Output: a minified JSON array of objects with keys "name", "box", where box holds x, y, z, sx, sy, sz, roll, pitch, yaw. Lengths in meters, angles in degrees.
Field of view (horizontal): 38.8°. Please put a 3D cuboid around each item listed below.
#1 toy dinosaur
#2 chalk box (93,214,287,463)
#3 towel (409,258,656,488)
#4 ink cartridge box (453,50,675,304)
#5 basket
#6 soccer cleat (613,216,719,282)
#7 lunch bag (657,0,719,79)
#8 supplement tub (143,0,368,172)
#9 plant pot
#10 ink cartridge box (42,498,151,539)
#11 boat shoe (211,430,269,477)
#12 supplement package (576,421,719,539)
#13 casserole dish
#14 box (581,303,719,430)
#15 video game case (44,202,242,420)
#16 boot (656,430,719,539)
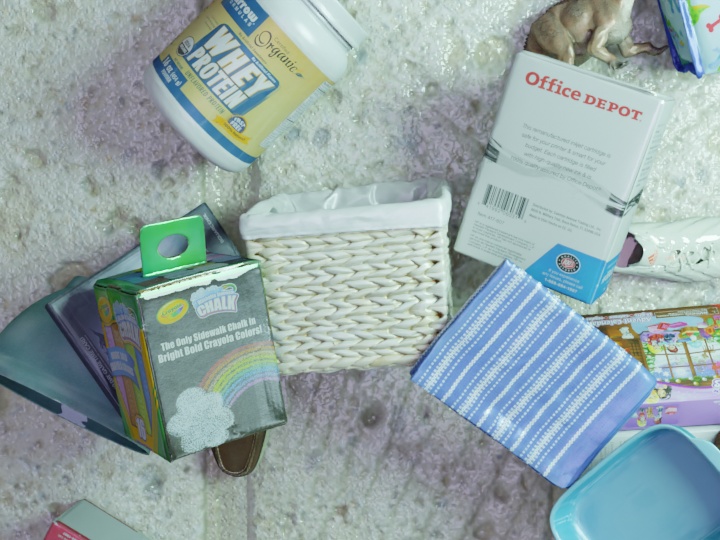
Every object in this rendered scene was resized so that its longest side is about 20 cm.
[{"name":"toy dinosaur","box":[0.218,-0.250,1.030,0.199,0.086,0.136,-31,85,21]},{"name":"chalk box","box":[-0.160,0.052,0.936,0.124,0.124,0.201,-14,101,-30]},{"name":"towel","box":[0.162,0.101,0.941,0.200,0.024,0.145,37,101,-16]},{"name":"ink cartridge box","box":[0.193,-0.091,0.970,0.145,0.084,0.201,24,108,21]},{"name":"basket","box":[0.000,0.000,1.025,0.199,0.198,0.162,-6,100,7]},{"name":"soccer cleat","box":[0.306,-0.020,1.044,0.199,0.078,0.070,2,97,6]},{"name":"lunch bag","box":[0.368,-0.307,0.980,0.169,0.128,0.201,-18,104,9]},{"name":"supplement tub","box":[-0.105,-0.214,1.035,0.200,0.145,0.145,-43,91,9]},{"name":"plant pot","box":[-0.283,0.090,1.082,0.199,0.200,0.135,24,72,3]},{"name":"ink cartridge box","box":[-0.316,0.388,1.160,0.145,0.083,0.201,30,99,3]},{"name":"boat shoe","box":[-0.141,0.132,1.115,0.074,0.075,0.204,0,97,7]},{"name":"supplement package","box":[0.318,0.204,1.047,0.199,0.120,0.122,-4,97,7]},{"name":"casserole dish","box":[0.265,0.222,0.945,0.121,0.039,0.200,50,122,15]},{"name":"box","box":[0.329,0.093,1.026,0.199,0.137,0.039,-5,128,7]},{"name":"video game case","box":[-0.193,0.040,1.029,0.200,0.019,0.143,-38,98,-33]},{"name":"boot","box":[0.381,0.213,0.943,0.146,0.070,0.200,46,111,3]}]
